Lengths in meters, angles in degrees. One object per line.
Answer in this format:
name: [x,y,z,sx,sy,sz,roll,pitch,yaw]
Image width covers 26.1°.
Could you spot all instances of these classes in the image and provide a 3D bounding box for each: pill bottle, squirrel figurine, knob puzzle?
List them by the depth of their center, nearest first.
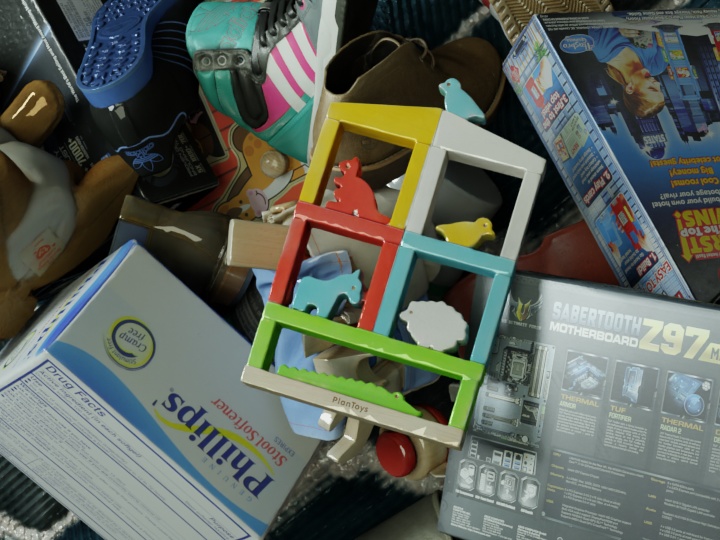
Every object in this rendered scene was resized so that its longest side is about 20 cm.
squirrel figurine: [-0.278,-0.054,1.050,0.186,0.141,0.201,40,119,24]
pill bottle: [0.000,0.000,1.065,0.113,0.113,0.200,42,110,11]
knob puzzle: [-0.106,-0.101,1.136,0.218,0.030,0.221,3,98,20]

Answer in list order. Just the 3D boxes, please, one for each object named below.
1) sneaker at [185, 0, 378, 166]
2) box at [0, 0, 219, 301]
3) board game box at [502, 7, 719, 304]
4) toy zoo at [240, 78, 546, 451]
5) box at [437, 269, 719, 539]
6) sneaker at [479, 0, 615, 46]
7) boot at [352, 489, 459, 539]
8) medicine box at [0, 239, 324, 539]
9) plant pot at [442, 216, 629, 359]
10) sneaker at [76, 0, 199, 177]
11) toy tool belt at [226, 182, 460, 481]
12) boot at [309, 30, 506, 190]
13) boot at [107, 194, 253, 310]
sneaker: [-0.055,-0.166,1.033,0.120,0.084,0.201,20,131,11]
box: [-0.224,-0.102,1.133,0.163,0.086,0.201,-32,85,35]
board game box: [0.207,-0.058,0.932,0.199,0.062,0.201,-5,67,-19]
toy zoo: [0.024,-0.013,0.876,0.130,0.020,0.201,15,79,11]
box: [0.144,0.090,0.852,0.199,0.051,0.159,10,93,38]
sneaker: [0.089,-0.207,1.036,0.200,0.113,0.071,37,103,-20]
boot: [-0.021,0.213,1.123,0.199,0.073,0.182,-33,98,28]
medicine box: [-0.148,0.098,1.038,0.182,0.103,0.200,43,147,-14]
plant pot: [0.155,0.077,0.983,0.200,0.200,0.196,-28,79,21]
sneaker: [-0.144,-0.140,1.068,0.070,0.201,0.078,-14,122,16]
toy tool belt: [-0.015,0.051,0.951,0.124,0.122,0.201,0,108,50]
boot: [0.037,-0.121,0.988,0.073,0.200,0.076,15,123,28]
boot: [-0.140,0.003,1.088,0.096,0.075,0.200,22,149,-13]
